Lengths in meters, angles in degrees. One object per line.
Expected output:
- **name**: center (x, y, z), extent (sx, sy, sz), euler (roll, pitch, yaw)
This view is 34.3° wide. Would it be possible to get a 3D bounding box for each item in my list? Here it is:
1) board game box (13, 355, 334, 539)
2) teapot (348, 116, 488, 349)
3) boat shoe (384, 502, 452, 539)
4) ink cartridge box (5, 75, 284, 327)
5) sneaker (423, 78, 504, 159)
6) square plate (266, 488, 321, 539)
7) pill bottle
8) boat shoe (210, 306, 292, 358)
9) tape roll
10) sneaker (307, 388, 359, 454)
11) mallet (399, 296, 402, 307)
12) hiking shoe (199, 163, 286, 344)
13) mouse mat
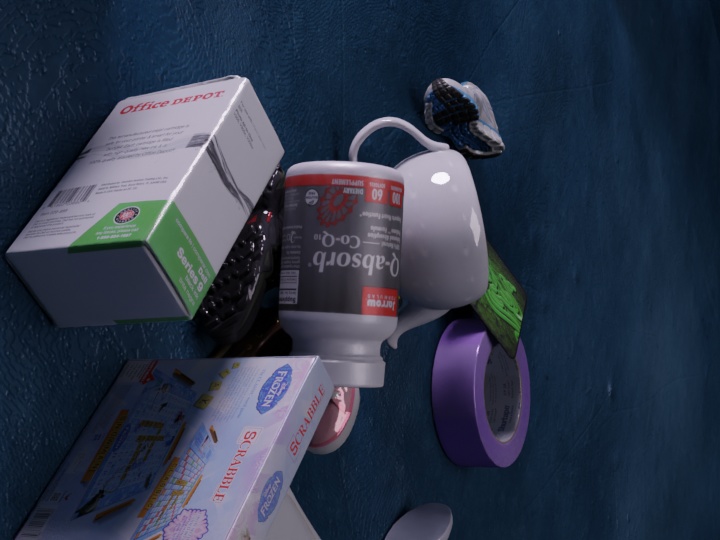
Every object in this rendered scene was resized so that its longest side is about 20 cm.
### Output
- **board game box**: center (-0.143, 0.152, 0.906), extent (0.041, 0.197, 0.201), euler (63, 37, -34)
- **teapot**: center (0.062, -0.046, 1.363), extent (0.198, 0.144, 0.203), euler (85, -6, -60)
- **boat shoe**: center (0.057, 0.361, 1.378), extent (0.200, 0.069, 0.067), euler (-53, 139, -49)
- **ink cartridge box**: center (-0.166, -0.057, 0.939), extent (0.085, 0.144, 0.201), euler (62, 38, -35)
- **sneaker**: center (0.136, -0.225, 1.594), extent (0.200, 0.074, 0.088), euler (36, 46, -60)
- **square plate**: center (-0.088, 0.316, 1.160), extent (0.200, 0.028, 0.201), euler (64, 37, -34)
- **pill bottle**: center (-0.019, 0.005, 1.096), extent (0.115, 0.114, 0.204), euler (7, 84, -60)
- **boat shoe**: center (-0.109, 0.110, 1.103), extent (0.073, 0.067, 0.201), euler (63, 37, -36)
- **tape roll**: center (0.168, 0.167, 1.598), extent (0.199, 0.065, 0.204), euler (9, 80, -60)
- **sneaker**: center (-0.048, 0.081, 1.213), extent (0.105, 0.074, 0.203), euler (48, 43, -47)
- **mallet**: center (0.000, 0.000, 1.241), extent (0.200, 0.041, 0.066), euler (49, 20, -45)
- **hiking shoe**: center (-0.093, -0.007, 1.137), extent (0.101, 0.075, 0.202), euler (48, 46, -43)
- **mouse mat**: center (0.166, 0.005, 1.588), extent (0.201, 0.007, 0.162), euler (53, 31, -20)
